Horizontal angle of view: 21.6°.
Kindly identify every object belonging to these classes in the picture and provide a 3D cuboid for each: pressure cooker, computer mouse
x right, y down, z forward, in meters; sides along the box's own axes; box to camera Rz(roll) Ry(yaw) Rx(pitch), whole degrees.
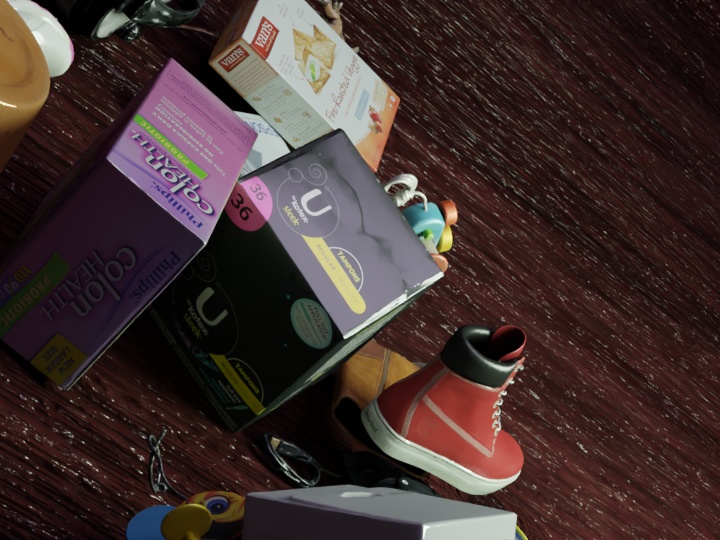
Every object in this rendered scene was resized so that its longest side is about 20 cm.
[{"bbox_3d":[-0.225,-0.312,1.771,0.176,0.179,0.200,-37,90,-28],"label":"pressure cooker"},{"bbox_3d":[-0.015,0.170,1.648,0.199,0.034,0.059,22,38,-49],"label":"computer mouse"}]

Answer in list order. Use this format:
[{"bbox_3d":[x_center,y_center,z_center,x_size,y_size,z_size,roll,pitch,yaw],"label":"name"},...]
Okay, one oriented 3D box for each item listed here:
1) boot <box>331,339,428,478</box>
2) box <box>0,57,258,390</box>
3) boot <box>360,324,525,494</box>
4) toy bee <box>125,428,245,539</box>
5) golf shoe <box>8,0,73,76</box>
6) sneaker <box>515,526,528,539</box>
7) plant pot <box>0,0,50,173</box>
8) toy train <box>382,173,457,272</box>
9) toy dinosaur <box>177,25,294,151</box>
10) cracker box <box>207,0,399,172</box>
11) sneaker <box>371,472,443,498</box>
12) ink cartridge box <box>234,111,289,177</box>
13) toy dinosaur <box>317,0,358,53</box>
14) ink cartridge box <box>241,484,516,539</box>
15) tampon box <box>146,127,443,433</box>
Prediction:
[{"bbox_3d":[0.045,0.128,1.706,0.188,0.068,0.200,43,9,-19],"label":"boot"},{"bbox_3d":[-0.185,-0.039,1.443,0.097,0.176,0.200,40,26,-13],"label":"box"},{"bbox_3d":[0.112,0.114,1.613,0.200,0.144,0.073,26,27,-49],"label":"boot"},{"bbox_3d":[-0.110,0.191,1.323,0.131,0.108,0.201,76,13,-61],"label":"toy bee"},{"bbox_3d":[-0.321,-0.193,1.569,0.199,0.075,0.092,25,51,-44],"label":"golf shoe"},{"bbox_3d":[0.076,0.276,1.516,0.082,0.201,0.074,-29,58,-36],"label":"sneaker"},{"bbox_3d":[-0.322,-0.133,1.377,0.200,0.140,0.201,40,27,-25],"label":"plant pot"},{"bbox_3d":[0.000,0.000,1.709,0.150,0.200,0.056,21,39,-53],"label":"toy train"},{"bbox_3d":[-0.101,-0.193,1.970,0.201,0.060,0.106,56,25,8],"label":"toy dinosaur"},{"bbox_3d":[-0.054,-0.194,1.935,0.200,0.058,0.134,43,36,-20],"label":"cracker box"},{"bbox_3d":[0.030,0.218,1.584,0.083,0.072,0.200,50,12,3],"label":"sneaker"},{"bbox_3d":[-0.103,-0.068,1.811,0.199,0.041,0.201,2,54,-61],"label":"ink cartridge box"},{"bbox_3d":[-0.041,-0.229,2.112,0.200,0.085,0.136,26,42,-75],"label":"toy dinosaur"},{"bbox_3d":[0.006,0.258,1.309,0.146,0.145,0.202,6,90,-59],"label":"ink cartridge box"},{"bbox_3d":[-0.060,0.011,1.539,0.126,0.200,0.150,-31,82,-40],"label":"tampon box"}]
